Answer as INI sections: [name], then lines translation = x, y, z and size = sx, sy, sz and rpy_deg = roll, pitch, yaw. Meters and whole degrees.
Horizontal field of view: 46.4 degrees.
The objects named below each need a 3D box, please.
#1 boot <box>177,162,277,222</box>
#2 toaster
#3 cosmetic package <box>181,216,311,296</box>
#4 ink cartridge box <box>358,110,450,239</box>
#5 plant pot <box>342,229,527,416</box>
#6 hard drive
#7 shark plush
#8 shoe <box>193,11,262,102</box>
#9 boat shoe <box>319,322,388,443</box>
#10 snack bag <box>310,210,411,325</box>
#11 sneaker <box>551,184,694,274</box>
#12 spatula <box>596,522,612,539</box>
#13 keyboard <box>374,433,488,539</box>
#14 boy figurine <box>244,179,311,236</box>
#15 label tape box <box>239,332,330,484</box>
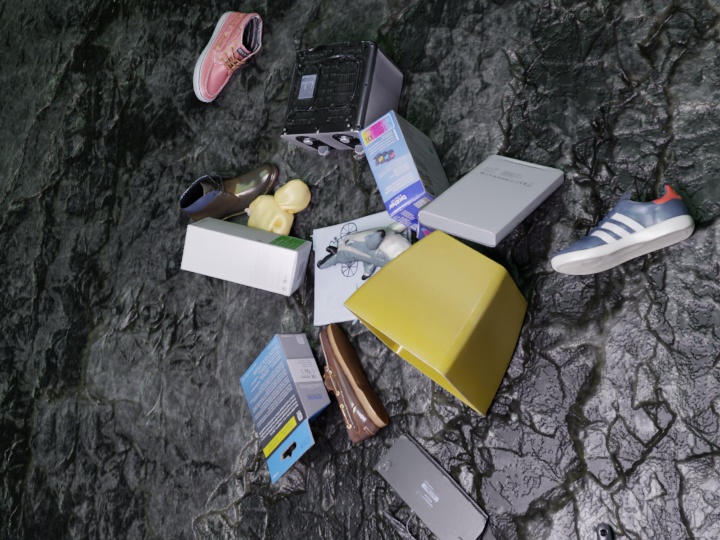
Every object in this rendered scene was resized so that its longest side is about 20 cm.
[boot]
translation = -0.254, -0.150, 1.603
size = 0.199, 0.097, 0.075
rpy_deg = -35, 59, 20
[toaster]
translation = -0.034, -0.310, 1.494
size = 0.179, 0.118, 0.202
rpy_deg = 2, 77, 33
[cosmetic package]
translation = -0.197, -0.026, 1.465
size = 0.198, 0.108, 0.086
rpy_deg = 14, 104, 6
[ink cartridge box]
translation = 0.086, -0.140, 1.351
size = 0.076, 0.136, 0.201
rpy_deg = -33, 60, 22
[plant pot]
translation = 0.130, 0.063, 1.235
size = 0.199, 0.200, 0.177
rpy_deg = 33, 83, 36
[hard drive]
translation = 0.198, -0.109, 1.256
size = 0.131, 0.027, 0.200
rpy_deg = 20, 43, 35
[shark plush]
translation = 0.002, -0.021, 1.391
size = 0.198, 0.091, 0.084
rpy_deg = -12, 98, 25
[shoe]
translation = -0.269, -0.438, 1.717
size = 0.090, 0.071, 0.202
rpy_deg = 13, 78, 41
[boat shoe]
translation = -0.027, 0.182, 1.367
size = 0.070, 0.070, 0.201
rpy_deg = -36, 59, 18
[snack bag]
translation = 0.000, 0.000, 1.436
size = 0.198, 0.021, 0.190
rpy_deg = -13, 68, 29
[sneaker]
translation = 0.361, -0.059, 1.187
size = 0.198, 0.075, 0.085
rpy_deg = -20, 67, 16
[spatula]
translation = 0.330, 0.430, 1.084
size = 0.056, 0.021, 0.202
rpy_deg = -12, 66, 17
[keyboard]
translation = 0.093, 0.354, 1.267
size = 0.127, 0.021, 0.200
rpy_deg = -50, 54, 3
[boy figurine]
translation = -0.169, -0.089, 1.550
size = 0.201, 0.064, 0.124
rpy_deg = -52, 55, 8
[label tape box]
translation = -0.118, 0.227, 1.391
size = 0.144, 0.063, 0.201
rpy_deg = -49, 52, 38
